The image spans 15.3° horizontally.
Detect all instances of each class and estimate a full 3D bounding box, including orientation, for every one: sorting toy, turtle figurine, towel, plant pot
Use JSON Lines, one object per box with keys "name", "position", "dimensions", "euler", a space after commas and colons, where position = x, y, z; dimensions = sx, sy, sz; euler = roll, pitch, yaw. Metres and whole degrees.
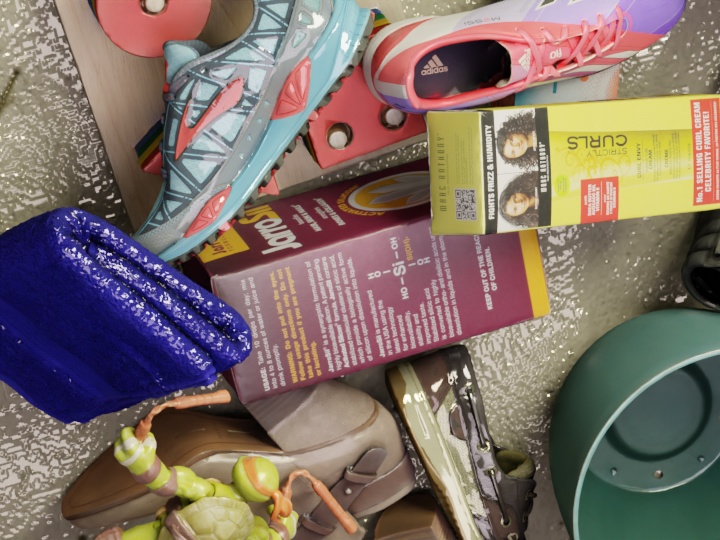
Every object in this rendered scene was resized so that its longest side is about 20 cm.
{"name": "sorting toy", "position": [-0.068, -0.134, 1.596], "dimensions": [0.199, 0.070, 0.200], "euler": [-19, 112, -5]}
{"name": "turtle figurine", "position": [-0.099, 0.160, 1.613], "dimensions": [0.161, 0.064, 0.200], "euler": [-37, 140, 16]}
{"name": "towel", "position": [-0.167, 0.034, 1.573], "dimensions": [0.148, 0.200, 0.050], "euler": [34, 62, -20]}
{"name": "plant pot", "position": [0.208, 0.114, 1.690], "dimensions": [0.200, 0.161, 0.201], "euler": [-4, 109, -11]}

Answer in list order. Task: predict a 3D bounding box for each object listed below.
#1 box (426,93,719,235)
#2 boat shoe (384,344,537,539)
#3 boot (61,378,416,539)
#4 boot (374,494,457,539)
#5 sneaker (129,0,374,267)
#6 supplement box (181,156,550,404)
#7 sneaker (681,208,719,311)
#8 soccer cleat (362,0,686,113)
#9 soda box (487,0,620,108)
{"name": "box", "position": [0.129, -0.063, 1.574], "dimensions": [0.200, 0.050, 0.075], "euler": [-5, 96, -40]}
{"name": "boat shoe", "position": [0.083, 0.139, 1.720], "dimensions": [0.065, 0.073, 0.200], "euler": [-27, 112, 3]}
{"name": "boot", "position": [-0.068, 0.140, 1.696], "dimensions": [0.200, 0.070, 0.146], "euler": [-32, 125, 14]}
{"name": "boot", "position": [0.044, 0.254, 1.690], "dimensions": [0.074, 0.200, 0.155], "euler": [-11, 115, 27]}
{"name": "sneaker", "position": [-0.083, -0.091, 1.542], "dimensions": [0.096, 0.079, 0.200], "euler": [37, 93, -5]}
{"name": "supplement box", "position": [0.000, 0.000, 1.628], "dimensions": [0.200, 0.110, 0.086], "euler": [-16, 111, -11]}
{"name": "sneaker", "position": [0.260, -0.044, 1.628], "dimensions": [0.071, 0.099, 0.200], "euler": [26, 140, -7]}
{"name": "soccer cleat", "position": [0.103, -0.132, 1.561], "dimensions": [0.200, 0.073, 0.068], "euler": [-15, 110, -10]}
{"name": "soda box", "position": [0.121, -0.159, 1.631], "dimensions": [0.068, 0.064, 0.200], "euler": [1, 108, -12]}
